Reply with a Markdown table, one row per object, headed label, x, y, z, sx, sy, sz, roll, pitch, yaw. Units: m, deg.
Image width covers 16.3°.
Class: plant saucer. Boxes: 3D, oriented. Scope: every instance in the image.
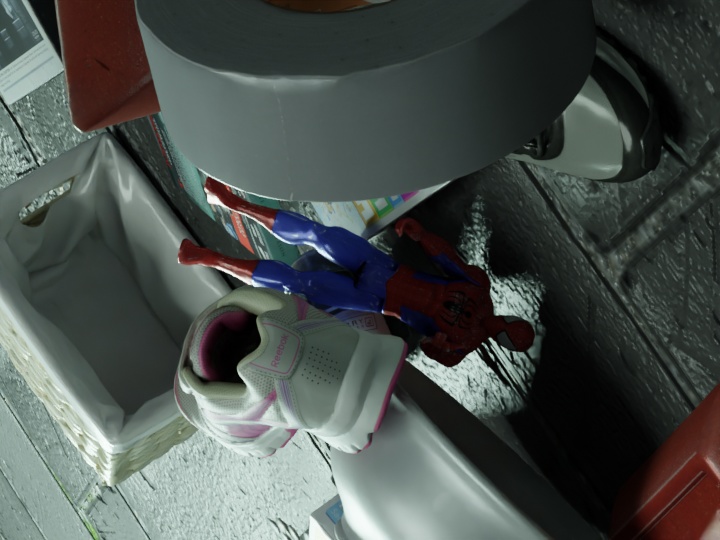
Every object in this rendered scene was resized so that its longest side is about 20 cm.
| label | x | y | z | sx | sy | sz | roll | pitch | yaw |
| --- | --- | --- | --- | --- | --- | --- | --- | --- | --- |
| plant saucer | -0.093 | -0.179 | 1.225 | 0.036 | 0.200 | 0.201 | -3 | 99 | 22 |
| plant saucer | 0.204 | 0.170 | 1.264 | 0.200 | 0.037 | 0.200 | 54 | 158 | 12 |

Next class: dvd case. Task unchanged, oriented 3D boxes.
| label | x | y | z | sx | sy | sz | roll | pitch | yaw |
| --- | --- | --- | --- | --- | --- | --- | --- | --- | --- |
| dvd case | -0.269 | -0.221 | 1.775 | 0.201 | 0.025 | 0.150 | 61 | 157 | -6 |
| dvd case | -0.101 | -0.091 | 1.546 | 0.200 | 0.022 | 0.147 | 35 | 150 | 62 |

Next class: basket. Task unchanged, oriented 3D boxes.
| label | x | y | z | sx | sy | sz | roll | pitch | yaw |
| --- | --- | --- | --- | --- | --- | --- | --- | --- | --- |
| basket | -0.176 | 0.032 | 1.760 | 0.200 | 0.135 | 0.124 | 53 | 161 | 14 |

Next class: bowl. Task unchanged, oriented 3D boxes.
| label | x | y | z | sx | sy | sz | roll | pitch | yaw |
| --- | --- | --- | --- | --- | --- | --- | --- | --- | --- |
| bowl | 0.050 | 0.138 | 1.359 | 0.201 | 0.090 | 0.201 | 42 | -175 | -5 |

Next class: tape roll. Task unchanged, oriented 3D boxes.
| label | x | y | z | sx | sy | sz | roll | pitch | yaw |
| --- | --- | --- | --- | --- | --- | --- | --- | --- | --- |
| tape roll | 0.002 | -0.117 | 1.110 | 0.200 | 0.200 | 0.067 | 35 | 147 | 44 |

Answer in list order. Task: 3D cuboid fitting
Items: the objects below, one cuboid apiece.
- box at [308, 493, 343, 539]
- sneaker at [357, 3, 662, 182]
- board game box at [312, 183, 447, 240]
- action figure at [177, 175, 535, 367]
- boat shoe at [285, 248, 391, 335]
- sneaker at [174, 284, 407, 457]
| label | x | y | z | sx | sy | sz | roll | pitch | yaw |
| --- | --- | --- | --- | --- | --- | --- | --- | --- | --- |
| box | 0.036 | 0.211 | 1.577 | 0.113 | 0.101 | 0.201 | 47 | 155 | 25 |
| sneaker | 0.054 | -0.080 | 1.185 | 0.199 | 0.079 | 0.074 | 22 | 134 | 33 |
| board game box | -0.001 | -0.094 | 1.360 | 0.135 | 0.034 | 0.200 | 58 | 158 | 1 |
| action figure | 0.000 | 0.000 | 1.350 | 0.199 | 0.066 | 0.099 | 20 | 170 | 6 |
| boat shoe | -0.014 | 0.030 | 1.494 | 0.200 | 0.072 | 0.071 | 112 | 143 | -75 |
| sneaker | -0.057 | 0.046 | 1.338 | 0.088 | 0.082 | 0.200 | 28 | 162 | -23 |
